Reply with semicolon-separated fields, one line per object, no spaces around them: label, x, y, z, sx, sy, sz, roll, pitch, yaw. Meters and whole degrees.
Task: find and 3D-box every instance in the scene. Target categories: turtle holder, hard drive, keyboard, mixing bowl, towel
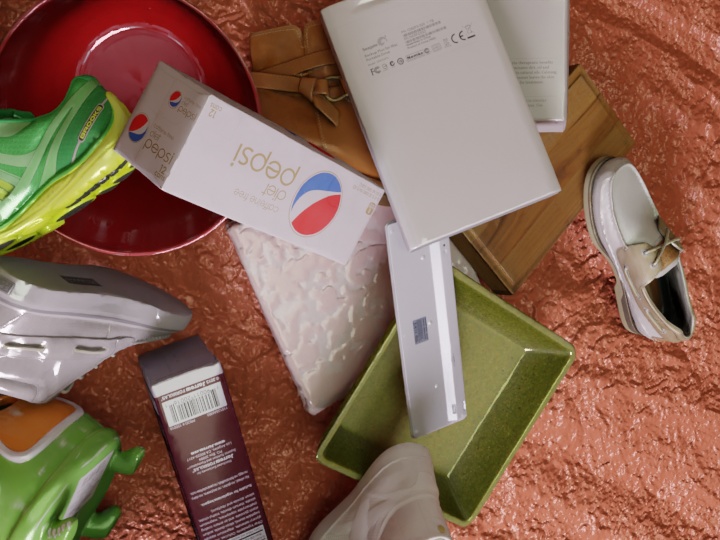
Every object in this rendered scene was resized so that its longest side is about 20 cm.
turtle holder;-0.265;0.178;0.763;0.130;0.187;0.142;32;51;5
hard drive;0.062;-0.133;0.768;0.130;0.026;0.203;-20;85;-6
keyboard;0.057;0.047;0.814;0.055;0.011;0.204;-15;114;-15
mixing bowl;-0.174;-0.125;0.741;0.196;0.109;0.204;-3;114;-6
towel;0.000;0.000;0.870;0.198;0.032;0.194;-28;104;-14

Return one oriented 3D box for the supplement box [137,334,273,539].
supplement box;-0.125;0.167;0.810;0.060;0.109;0.204;-18;103;-16

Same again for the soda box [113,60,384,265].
soda box;-0.069;-0.069;0.677;0.199;0.063;0.069;22;100;-53

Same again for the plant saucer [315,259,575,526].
plant saucer;0.074;0.109;0.878;0.198;0.048;0.202;30;94;-32

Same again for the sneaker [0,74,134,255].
sneaker;-0.240;-0.066;0.673;0.198;0.074;0.085;-29;89;12

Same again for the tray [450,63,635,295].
tray;0.164;-0.085;0.895;0.099;0.037;0.200;47;74;-18

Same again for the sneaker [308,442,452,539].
sneaker;0.011;0.257;0.827;0.072;0.117;0.202;13;124;-25

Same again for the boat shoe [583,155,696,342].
boat shoe;0.272;-0.019;0.916;0.074;0.068;0.202;-39;121;-19

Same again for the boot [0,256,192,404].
boot;-0.221;0.052;0.752;0.199;0.073;0.097;15;105;-56

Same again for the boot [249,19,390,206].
boot;0.002;-0.133;0.809;0.196;0.074;0.158;-6;85;-13

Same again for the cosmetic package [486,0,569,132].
cosmetic package;0.126;-0.224;0.827;0.105;0.085;0.205;2;91;12
